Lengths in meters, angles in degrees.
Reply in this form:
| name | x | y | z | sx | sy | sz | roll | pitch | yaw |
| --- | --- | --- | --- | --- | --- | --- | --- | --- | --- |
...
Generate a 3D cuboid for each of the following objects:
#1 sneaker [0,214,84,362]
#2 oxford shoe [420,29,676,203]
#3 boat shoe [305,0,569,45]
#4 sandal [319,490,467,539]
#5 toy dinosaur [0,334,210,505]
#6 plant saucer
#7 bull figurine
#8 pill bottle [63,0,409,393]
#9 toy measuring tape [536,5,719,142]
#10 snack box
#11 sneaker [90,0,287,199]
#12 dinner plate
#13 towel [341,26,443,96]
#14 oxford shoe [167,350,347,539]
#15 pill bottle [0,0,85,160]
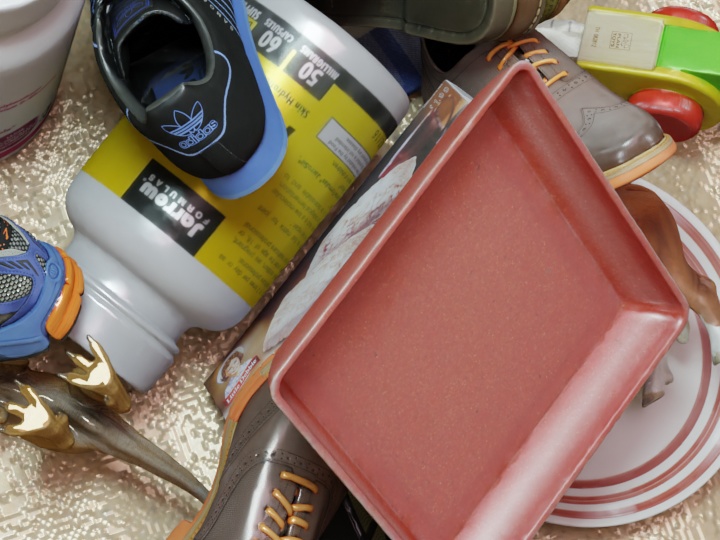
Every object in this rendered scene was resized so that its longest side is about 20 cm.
| name | x | y | z | sx | sy | sz | roll | pitch | yaw |
| --- | --- | --- | --- | --- | --- | --- | --- | --- | --- |
| sneaker | -0.234 | 0.005 | 1.318 | 0.200 | 0.078 | 0.075 | -12 | 50 | 18 |
| oxford shoe | 0.084 | -0.084 | 1.387 | 0.071 | 0.200 | 0.073 | -32 | 116 | -21 |
| boat shoe | 0.021 | -0.158 | 1.414 | 0.068 | 0.072 | 0.200 | -12 | 30 | -42 |
| sandal | 0.036 | 0.153 | 1.381 | 0.080 | 0.057 | 0.201 | -26 | 95 | 13 |
| toy dinosaur | -0.133 | 0.074 | 1.348 | 0.200 | 0.106 | 0.060 | 26 | 78 | 4 |
| plant saucer | 0.052 | 0.033 | 1.295 | 0.200 | 0.037 | 0.200 | -52 | 132 | -17 |
| bull figurine | 0.093 | 0.033 | 1.403 | 0.200 | 0.065 | 0.121 | -31 | 86 | -17 |
| pill bottle | -0.076 | -0.041 | 1.372 | 0.111 | 0.111 | 0.200 | 38 | 86 | 1 |
| toy measuring tape | 0.132 | -0.111 | 1.495 | 0.200 | 0.074 | 0.074 | 9 | 69 | 14 |
| snack box | 0.000 | 0.000 | 1.365 | 0.024 | 0.072 | 0.200 | 34 | 99 | -31 |
| sneaker | -0.096 | -0.123 | 1.307 | 0.070 | 0.078 | 0.200 | -37 | 49 | 9 |
| dinner plate | 0.113 | 0.039 | 1.451 | 0.200 | 0.024 | 0.200 | 4 | 71 | -11 |
| towel | -0.066 | -0.149 | 1.471 | 0.147 | 0.024 | 0.200 | -34 | 85 | -23 |
| oxford shoe | -0.036 | 0.114 | 1.311 | 0.071 | 0.073 | 0.200 | 22 | 105 | -24 |
| pill bottle | -0.193 | -0.132 | 1.340 | 0.113 | 0.200 | 0.113 | 4 | 72 | -11 |
